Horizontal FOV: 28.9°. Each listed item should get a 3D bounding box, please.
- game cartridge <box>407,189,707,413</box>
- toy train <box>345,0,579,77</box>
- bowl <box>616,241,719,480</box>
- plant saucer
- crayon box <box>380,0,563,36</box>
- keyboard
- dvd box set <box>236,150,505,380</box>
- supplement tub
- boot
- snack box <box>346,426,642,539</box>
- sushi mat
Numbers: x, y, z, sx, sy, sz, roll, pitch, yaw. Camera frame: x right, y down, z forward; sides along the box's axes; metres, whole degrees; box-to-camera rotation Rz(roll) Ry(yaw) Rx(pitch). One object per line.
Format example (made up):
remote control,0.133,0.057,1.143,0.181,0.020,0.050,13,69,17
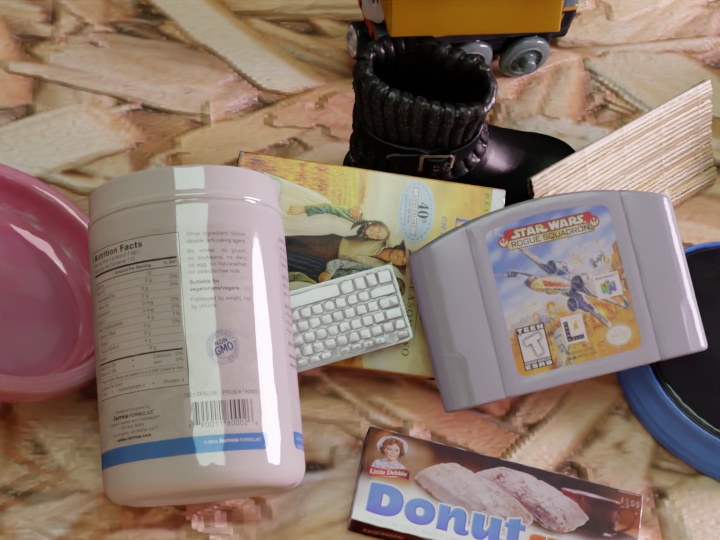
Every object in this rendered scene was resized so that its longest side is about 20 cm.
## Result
game cartridge,0.139,0.014,0.992,0.199,0.042,0.134,-13,90,-10
toy train,0.087,-0.216,1.147,0.199,0.114,0.086,-8,59,-16
bowl,0.292,0.065,1.054,0.199,0.039,0.202,5,57,-8
plant saucer,-0.253,0.011,0.938,0.200,0.051,0.201,24,39,-21
crayon box,0.074,-0.225,1.022,0.126,0.051,0.201,-2,36,-5
keyboard,-0.065,0.048,0.975,0.199,0.011,0.057,-15,86,-8
dvd box set,0.000,0.000,1.009,0.198,0.029,0.147,9,82,-6
supplement tub,-0.107,0.046,0.901,0.131,0.132,0.202,-3,76,-13
boot,0.089,-0.103,1.047,0.209,0.158,0.080,-2,58,-12
snack box,0.094,0.166,0.958,0.199,0.024,0.072,14,58,-2
sushi mat,0.210,-0.071,1.097,0.199,0.096,0.012,-29,32,-25
